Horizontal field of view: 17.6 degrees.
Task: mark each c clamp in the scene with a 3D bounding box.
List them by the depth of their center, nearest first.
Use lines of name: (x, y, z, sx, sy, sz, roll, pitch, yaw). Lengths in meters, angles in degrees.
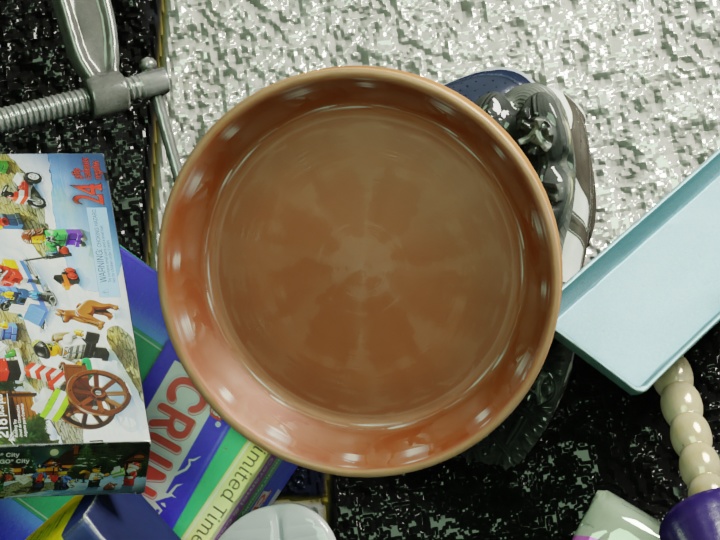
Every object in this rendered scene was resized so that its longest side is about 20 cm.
c clamp: (-0.193, -0.100, 1.197, 0.199, 0.027, 0.172, -10, 85, -19)

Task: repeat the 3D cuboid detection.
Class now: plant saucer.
plant saucer: (0.000, 0.000, 1.132, 0.199, 0.032, 0.202, 2, 101, 9)
plant saucer: (0.174, -0.009, 1.175, 0.070, 0.019, 0.200, 36, 55, 23)

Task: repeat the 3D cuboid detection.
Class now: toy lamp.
toy lamp: (0.162, 0.079, 1.149, 0.058, 0.058, 0.201, -14, 51, 4)

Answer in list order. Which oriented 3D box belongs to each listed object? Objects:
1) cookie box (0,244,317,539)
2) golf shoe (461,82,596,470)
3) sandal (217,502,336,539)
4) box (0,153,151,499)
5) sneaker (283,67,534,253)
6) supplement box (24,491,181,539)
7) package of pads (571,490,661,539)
cookie box: (-0.142, 0.080, 1.215, 0.199, 0.075, 0.172, 33, 83, 13)
golf shoe: (0.090, 0.003, 1.205, 0.077, 0.094, 0.201, 15, 106, 24)
sandal: (-0.031, 0.217, 1.184, 0.079, 0.059, 0.208, -6, 98, 15)
box: (-0.180, 0.023, 1.108, 0.136, 0.038, 0.201, -1, 44, -15)
sneaker: (0.007, -0.052, 1.207, 0.199, 0.109, 0.070, -30, 76, 0)
supplement box: (-0.160, 0.206, 1.099, 0.200, 0.110, 0.109, -42, 95, 7)
package of pads: (0.139, 0.234, 1.148, 0.154, 0.068, 0.201, 29, 82, 13)
